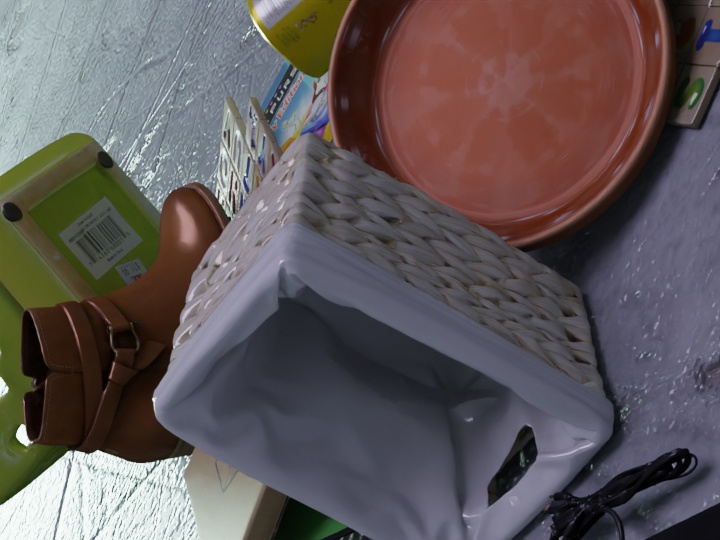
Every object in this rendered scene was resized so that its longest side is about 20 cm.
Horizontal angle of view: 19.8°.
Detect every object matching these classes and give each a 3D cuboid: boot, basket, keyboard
[{"bbox_3d":[-0.159,0.030,1.401,0.074,0.154,0.202,-34,58,53],"label":"boot"},{"bbox_3d":[0.012,0.040,1.050,0.136,0.199,0.124,-48,24,33],"label":"basket"},{"bbox_3d":[0.123,0.143,0.934,0.200,0.020,0.128,-37,42,47],"label":"keyboard"}]

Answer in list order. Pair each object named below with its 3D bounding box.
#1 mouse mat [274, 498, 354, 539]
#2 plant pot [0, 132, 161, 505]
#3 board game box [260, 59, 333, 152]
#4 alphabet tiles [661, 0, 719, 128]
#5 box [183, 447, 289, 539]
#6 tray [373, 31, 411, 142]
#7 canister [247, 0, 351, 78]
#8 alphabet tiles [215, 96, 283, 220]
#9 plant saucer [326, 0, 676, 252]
[{"bbox_3d":[-0.017,0.103,1.239,0.200,0.008,0.162,-31,33,44],"label":"mouse mat"},{"bbox_3d":[-0.238,0.023,1.533,0.181,0.199,0.200,-39,3,34],"label":"plant pot"},{"bbox_3d":[-0.027,-0.084,1.438,0.152,0.047,0.200,-61,24,9],"label":"board game box"},{"bbox_3d":[0.180,-0.159,1.123,0.167,0.006,0.200,-66,23,-2],"label":"alphabet tiles"},{"bbox_3d":[-0.057,0.078,1.234,0.164,0.021,0.201,-117,45,-64],"label":"box"},{"bbox_3d":[0.079,-0.147,1.215,0.022,0.107,0.201,10,76,45],"label":"tray"},{"bbox_3d":[0.017,-0.238,1.390,0.200,0.086,0.149,-38,30,22],"label":"canister"},{"bbox_3d":[-0.075,-0.029,1.409,0.200,0.007,0.168,-116,29,-54],"label":"alphabet tiles"},{"bbox_3d":[0.077,-0.105,1.124,0.199,0.032,0.202,-6,76,25],"label":"plant saucer"}]
